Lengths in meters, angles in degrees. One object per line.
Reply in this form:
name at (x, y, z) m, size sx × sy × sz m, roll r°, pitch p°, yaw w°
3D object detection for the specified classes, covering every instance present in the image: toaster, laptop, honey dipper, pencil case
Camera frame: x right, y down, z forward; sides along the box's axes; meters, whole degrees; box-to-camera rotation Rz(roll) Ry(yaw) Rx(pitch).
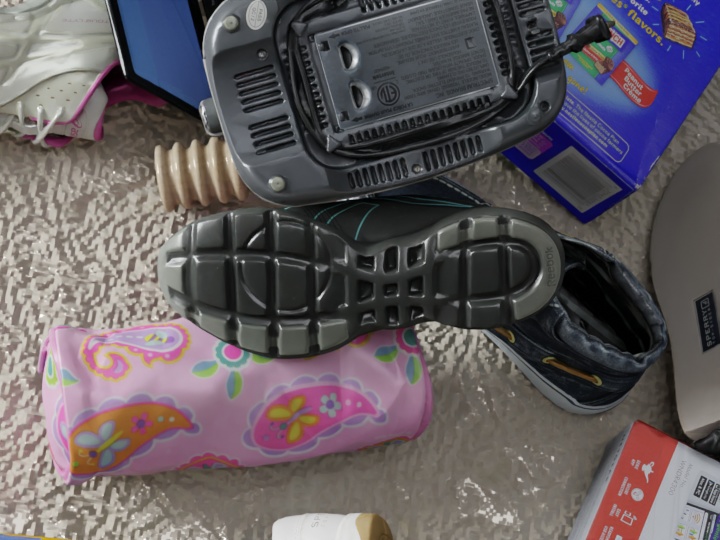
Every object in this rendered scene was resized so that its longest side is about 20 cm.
toaster at (0.017, -0.104, 0.925) m, size 0.200 × 0.129 × 0.114 m, roll -18°, pitch 96°, yaw -3°
laptop at (-0.057, -0.176, 1.030) m, size 0.200 × 0.103 × 0.178 m, roll -10°, pitch 72°, yaw -16°
honey dipper at (-0.011, -0.066, 1.006) m, size 0.199 × 0.038 × 0.038 m, roll -10°, pitch 71°, yaw 1°
pencil case at (-0.062, 0.058, 0.951) m, size 0.199 × 0.087 × 0.088 m, roll -6°, pitch 71°, yaw -15°

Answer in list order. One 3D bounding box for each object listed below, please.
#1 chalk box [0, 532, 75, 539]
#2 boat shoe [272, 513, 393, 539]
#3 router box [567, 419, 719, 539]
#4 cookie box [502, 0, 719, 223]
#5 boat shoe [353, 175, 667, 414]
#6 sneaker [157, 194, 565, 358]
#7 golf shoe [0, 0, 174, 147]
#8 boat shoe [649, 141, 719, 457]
chalk box at (-0.145, 0.195, 0.858) m, size 0.199 × 0.124 × 0.125 m, roll 6°, pitch 69°, yaw -10°
boat shoe at (-0.026, 0.219, 0.913) m, size 0.069 × 0.071 × 0.201 m, roll 1°, pitch 75°, yaw 16°
router box at (0.179, 0.207, 0.965) m, size 0.179 × 0.049 × 0.200 m, roll 27°, pitch 66°, yaw -1°
cookie box at (0.131, -0.160, 1.068) m, size 0.171 × 0.075 × 0.200 m, roll 40°, pitch 67°, yaw -7°
boat shoe at (0.078, -0.007, 1.002) m, size 0.200 × 0.091 × 0.071 m, roll 38°, pitch 66°, yaw 4°
sneaker at (0.000, 0.000, 0.927) m, size 0.199 × 0.079 × 0.076 m, roll 1°, pitch 103°, yaw 1°
golf shoe at (-0.187, -0.101, 0.993) m, size 0.200 × 0.075 × 0.092 m, roll -25°, pitch 80°, yaw -19°
boat shoe at (0.220, 0.028, 1.041) m, size 0.093 × 0.075 × 0.200 m, roll 30°, pitch 49°, yaw -33°
